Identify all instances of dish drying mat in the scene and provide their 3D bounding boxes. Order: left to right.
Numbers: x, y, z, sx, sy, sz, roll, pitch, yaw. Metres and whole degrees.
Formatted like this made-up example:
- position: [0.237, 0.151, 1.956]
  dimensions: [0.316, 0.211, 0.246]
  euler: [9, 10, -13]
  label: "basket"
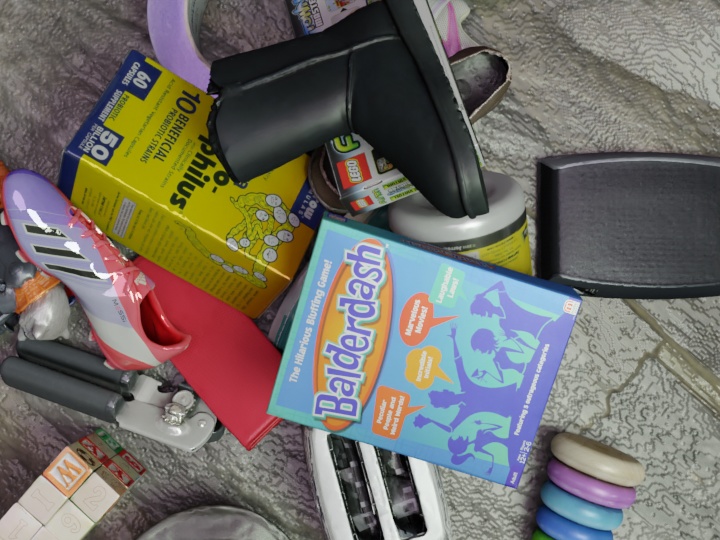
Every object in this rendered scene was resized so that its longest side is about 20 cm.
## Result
- position: [-0.133, 0.058, 0.828]
  dimensions: [0.077, 0.018, 0.200]
  euler: [-42, 72, -5]
  label: "dish drying mat"

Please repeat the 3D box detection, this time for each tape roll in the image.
- position: [-0.082, -0.216, 0.832]
  dimensions: [0.197, 0.085, 0.203]
  euler: [0, 88, -3]
  label: "tape roll"

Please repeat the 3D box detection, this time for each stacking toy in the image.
- position: [0.181, 0.252, 0.836]
  dimensions: [0.084, 0.085, 0.202]
  euler: [18, 91, -2]
  label: "stacking toy"

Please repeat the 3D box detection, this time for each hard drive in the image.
- position: [0.262, -0.042, 0.863]
  dimensions: [0.197, 0.042, 0.137]
  euler: [1, 88, -3]
  label: "hard drive"

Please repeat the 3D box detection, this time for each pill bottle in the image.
- position: [0.090, 0.028, 0.794]
  dimensions: [0.111, 0.113, 0.202]
  euler: [-11, 115, -3]
  label: "pill bottle"

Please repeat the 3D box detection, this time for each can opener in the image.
- position: [-0.216, 0.113, 0.828]
  dimensions: [0.198, 0.067, 0.053]
  euler: [20, 51, 5]
  label: "can opener"

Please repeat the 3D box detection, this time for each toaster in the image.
- position: [0.011, 0.167, 0.803]
  dimensions: [0.112, 0.129, 0.203]
  euler: [-14, 89, -4]
  label: "toaster"

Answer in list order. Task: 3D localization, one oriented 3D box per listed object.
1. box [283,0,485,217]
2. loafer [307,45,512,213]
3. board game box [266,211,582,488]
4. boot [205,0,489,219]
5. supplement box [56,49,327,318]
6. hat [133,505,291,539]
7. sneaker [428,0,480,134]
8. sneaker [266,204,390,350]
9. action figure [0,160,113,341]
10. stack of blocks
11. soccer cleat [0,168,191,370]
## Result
- position: [0.013, -0.153, 0.728]
  dimensions: [0.109, 0.035, 0.202]
  euler: [-20, 66, 10]
  label: "box"
- position: [0.041, -0.123, 0.758]
  dimensions: [0.199, 0.071, 0.073]
  euler: [-40, 92, -11]
  label: "loafer"
- position: [0.045, 0.059, 0.706]
  dimensions: [0.197, 0.045, 0.154]
  euler: [16, 101, -1]
  label: "board game box"
- position: [-0.015, -0.092, 0.652]
  dimensions: [0.166, 0.077, 0.202]
  euler: [-22, 59, 6]
  label: "boot"
- position: [-0.135, -0.066, 0.784]
  dimensions: [0.199, 0.109, 0.110]
  euler: [30, 63, -10]
  label: "supplement box"
- position: [-0.138, 0.295, 0.819]
  dimensions: [0.198, 0.081, 0.204]
  euler: [0, 88, -11]
  label: "hat"
- position: [0.081, -0.154, 0.839]
  dimensions: [0.087, 0.081, 0.203]
  euler: [-15, 94, -7]
  label: "sneaker"
- position: [0.000, 0.000, 0.836]
  dimensions: [0.080, 0.071, 0.201]
  euler: [38, 87, 1]
  label: "sneaker"
- position: [-0.325, -0.003, 0.805]
  dimensions: [0.193, 0.105, 0.200]
  euler: [42, 81, 12]
  label: "action figure"
- position: [-0.277, 0.233, 0.795]
  dimensions: [0.058, 0.115, 0.200]
  euler: [42, 88, -1]
  label: "stack of blocks"
- position: [-0.211, -0.002, 0.764]
  dimensions: [0.076, 0.067, 0.201]
  euler: [-15, 121, 19]
  label: "soccer cleat"
